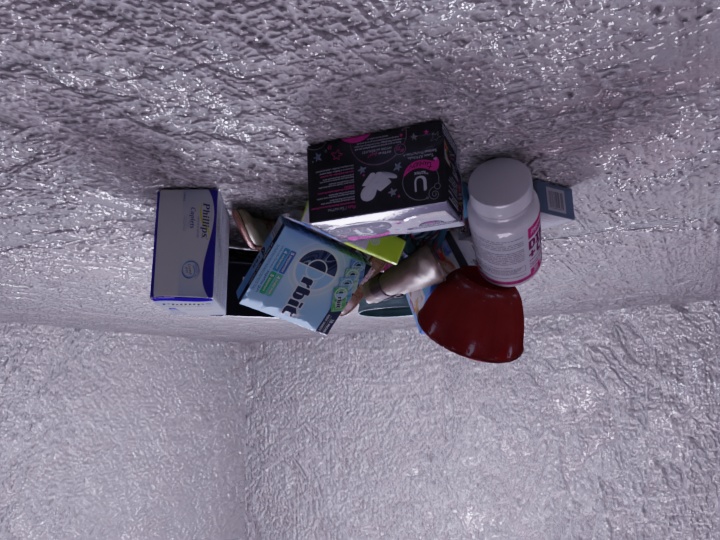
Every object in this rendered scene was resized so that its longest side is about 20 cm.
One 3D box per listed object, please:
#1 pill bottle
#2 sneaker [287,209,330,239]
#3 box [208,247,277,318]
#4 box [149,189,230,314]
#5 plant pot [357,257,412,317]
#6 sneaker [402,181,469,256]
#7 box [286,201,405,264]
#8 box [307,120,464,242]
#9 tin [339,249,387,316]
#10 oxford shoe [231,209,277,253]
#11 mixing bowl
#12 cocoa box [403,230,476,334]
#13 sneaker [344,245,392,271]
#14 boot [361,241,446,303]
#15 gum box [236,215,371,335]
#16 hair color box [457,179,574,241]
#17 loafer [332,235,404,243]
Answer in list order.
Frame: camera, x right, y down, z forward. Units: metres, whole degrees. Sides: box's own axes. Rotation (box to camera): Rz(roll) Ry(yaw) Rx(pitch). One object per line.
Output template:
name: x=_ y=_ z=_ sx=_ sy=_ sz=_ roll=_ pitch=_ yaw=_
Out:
pill bottle: x=0.229 y=-0.073 z=0.967 sx=0.111 sy=0.115 sz=0.201 roll=-5 pitch=145 yaw=16
sneaker: x=-0.120 y=-0.028 z=1.189 sx=0.104 sy=0.075 sz=0.202 roll=-3 pitch=132 yaw=-49
box: x=-0.262 y=0.023 z=1.334 sx=0.193 sy=0.120 sz=0.199 roll=6 pitch=-171 yaw=-33
box: x=-0.294 y=-0.025 z=1.076 sx=0.102 sy=0.188 sz=0.200 roll=1 pitch=168 yaw=-6
plant pot: x=0.088 y=0.043 z=1.595 sx=0.196 sy=0.137 sz=0.200 roll=-2 pitch=169 yaw=0
sneaker: x=0.107 y=-0.086 z=1.047 sx=0.094 sy=0.080 sz=0.200 roll=-13 pitch=158 yaw=-30
box: x=-0.024 y=-0.069 z=1.046 sx=0.197 sy=0.048 sz=0.122 roll=24 pitch=-179 yaw=-3
box: x=0.038 y=-0.116 z=0.860 sx=0.196 sy=0.117 sz=0.132 roll=-6 pitch=168 yaw=20
tin: x=0.000 y=0.000 z=1.240 sx=0.042 sy=0.202 sz=0.112 roll=33 pitch=-175 yaw=-25
oxford shoe: x=-0.187 y=-0.081 z=1.172 sx=0.073 sy=0.072 sz=0.200 roll=-30 pitch=164 yaw=2
mixing bowl: x=0.208 y=0.062 z=1.069 sx=0.196 sy=0.110 sz=0.201 roll=12 pitch=-156 yaw=-5
cocoa box: x=0.170 y=0.021 z=1.270 sx=0.128 sy=0.201 sz=0.136 roll=1 pitch=124 yaw=-11
sneaker: x=-0.014 y=-0.039 z=1.346 sx=0.196 sy=0.083 sz=0.088 roll=10 pitch=169 yaw=-21
boot: x=0.071 y=0.014 z=1.062 sx=0.144 sy=0.071 sz=0.200 roll=-23 pitch=172 yaw=5
gum box: x=-0.103 y=0.015 z=1.131 sx=0.198 sy=0.171 sz=0.045 roll=23 pitch=-161 yaw=-31
hair color box: x=0.278 y=-0.101 z=1.113 sx=0.097 sy=0.062 sz=0.199 roll=6 pitch=165 yaw=-33
loafer: x=0.025 y=-0.075 z=1.160 sx=0.196 sy=0.075 sz=0.071 roll=2 pitch=169 yaw=-15
